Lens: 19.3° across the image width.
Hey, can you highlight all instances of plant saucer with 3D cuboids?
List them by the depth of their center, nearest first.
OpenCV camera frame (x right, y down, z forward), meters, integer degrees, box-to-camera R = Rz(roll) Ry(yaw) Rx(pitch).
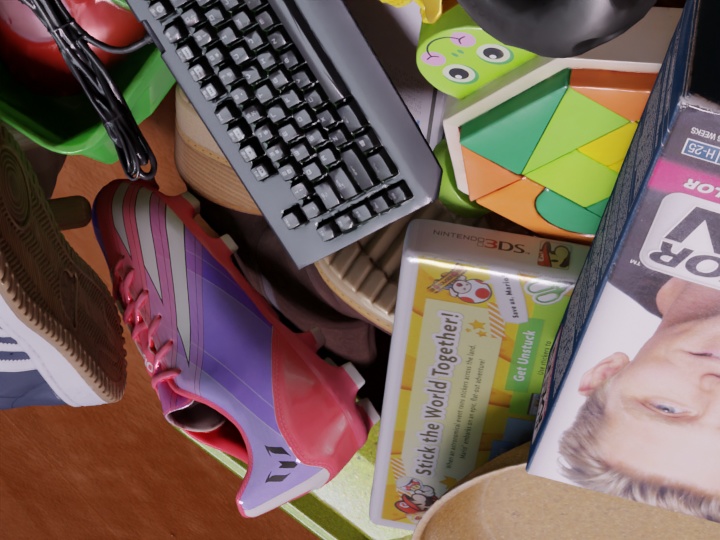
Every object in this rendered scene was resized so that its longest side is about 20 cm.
[{"bbox_3d":[0.121,0.114,0.857,0.200,0.036,0.200,8,144,6],"label":"plant saucer"},{"bbox_3d":[-0.033,0.090,1.083,0.200,0.048,0.200,37,167,6],"label":"plant saucer"}]

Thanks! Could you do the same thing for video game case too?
[{"bbox_3d":[0.099,0.059,0.838,0.181,0.023,0.200,9,145,2],"label":"video game case"}]

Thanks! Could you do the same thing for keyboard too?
[{"bbox_3d":[-0.067,-0.088,0.758,0.127,0.021,0.200,-26,101,35],"label":"keyboard"}]

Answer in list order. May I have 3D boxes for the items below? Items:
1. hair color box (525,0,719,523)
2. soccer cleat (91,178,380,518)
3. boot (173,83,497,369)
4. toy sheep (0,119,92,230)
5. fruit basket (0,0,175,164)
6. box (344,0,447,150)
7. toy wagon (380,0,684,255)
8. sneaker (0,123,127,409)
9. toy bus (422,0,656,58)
[{"bbox_3d":[0.126,0.003,0.683,0.100,0.061,0.200,15,142,1],"label":"hair color box"},{"bbox_3d":[-0.073,0.028,0.928,0.200,0.076,0.067,42,162,36],"label":"soccer cleat"},{"bbox_3d":[0.000,0.000,0.945,0.200,0.072,0.166,39,163,26],"label":"boot"},{"bbox_3d":[-0.195,-0.071,0.988,0.137,0.200,0.138,-3,129,-3],"label":"toy sheep"},{"bbox_3d":[-0.147,-0.156,0.837,0.215,0.156,0.216,33,169,7],"label":"fruit basket"},{"bbox_3d":[0.005,-0.129,0.766,0.116,0.060,0.200,32,151,14],"label":"box"},{"bbox_3d":[0.089,-0.048,0.730,0.200,0.040,0.155,25,150,-28],"label":"toy wagon"},{"bbox_3d":[-0.174,0.006,0.863,0.108,0.070,0.200,-7,150,10],"label":"sneaker"},{"bbox_3d":[0.089,-0.171,0.556,0.200,0.136,0.192,-2,116,48],"label":"toy bus"}]
